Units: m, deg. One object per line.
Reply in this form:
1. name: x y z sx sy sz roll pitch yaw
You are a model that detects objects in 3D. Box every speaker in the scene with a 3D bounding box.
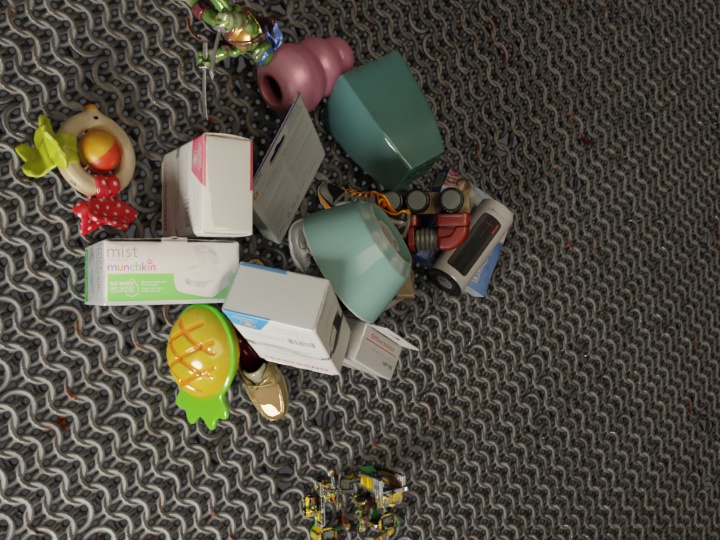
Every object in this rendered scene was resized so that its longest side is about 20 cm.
1. speaker: 0.223 -0.049 1.366 0.081 0.081 0.200 48 68 -21

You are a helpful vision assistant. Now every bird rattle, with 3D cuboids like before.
1. bird rattle: -0.405 -0.161 1.038 0.200 0.112 0.164 44 52 -25

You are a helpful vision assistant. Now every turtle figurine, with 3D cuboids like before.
1. turtle figurine: -0.246 -0.390 1.103 0.199 0.144 0.195 -39 90 2

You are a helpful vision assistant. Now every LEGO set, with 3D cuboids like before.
1. LEGO set: 0.005 0.439 1.249 0.198 0.115 0.156 8 85 -30

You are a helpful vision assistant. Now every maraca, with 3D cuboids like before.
1. maraca: -0.254 0.154 1.101 0.107 0.136 0.203 -8 102 -56

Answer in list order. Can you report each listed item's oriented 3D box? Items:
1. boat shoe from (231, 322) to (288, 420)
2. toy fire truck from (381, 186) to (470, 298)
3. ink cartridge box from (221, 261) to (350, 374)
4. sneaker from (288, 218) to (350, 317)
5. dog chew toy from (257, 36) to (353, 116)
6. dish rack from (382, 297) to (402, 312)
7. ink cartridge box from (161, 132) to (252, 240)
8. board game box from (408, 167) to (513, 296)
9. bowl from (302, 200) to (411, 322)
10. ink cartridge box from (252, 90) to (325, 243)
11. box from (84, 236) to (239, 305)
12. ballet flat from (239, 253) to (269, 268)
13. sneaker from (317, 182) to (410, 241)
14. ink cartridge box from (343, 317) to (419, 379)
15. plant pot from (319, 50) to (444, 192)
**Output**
1. boat shoe: -0.179 0.170 1.165 0.073 0.066 0.202 -22 97 2
2. toy fire truck: 0.119 -0.054 1.290 0.174 0.129 0.203 0 94 13
3. ink cartridge box: -0.105 0.078 1.044 0.143 0.201 0.085 10 66 14
4. sneaker: -0.064 -0.004 1.241 0.074 0.082 0.202 -31 104 -27
5. dog chew toy: -0.088 -0.357 1.219 0.199 0.124 0.126 -37 107 -34
6. dish rack: 0.000 0.000 1.242 0.173 0.043 0.200 62 25 3
7. ink cartridge box: -0.244 -0.122 1.070 0.082 0.199 0.149 0 89 -32
8. board game box: 0.213 -0.077 1.430 0.198 0.043 0.202 29 75 -28
9. bowl: 0.008 -0.031 1.076 0.104 0.201 0.201 -33 110 16
10. ink cartridge box: -0.136 -0.173 1.156 0.040 0.200 0.201 20 73 16
11. box: -0.306 0.003 1.044 0.198 0.176 0.098 0 88 -31
12. ballet flat: -0.163 0.067 1.201 0.067 0.046 0.203 -19 99 -29
13. sneaker: 0.009 -0.114 1.243 0.078 0.199 0.078 -18 137 -63
14. ink cartridge box: -0.011 0.130 1.187 0.116 0.198 0.067 36 71 -45
15. plant pot: 0.051 -0.260 1.244 0.141 0.141 0.201 -31 81 -27
